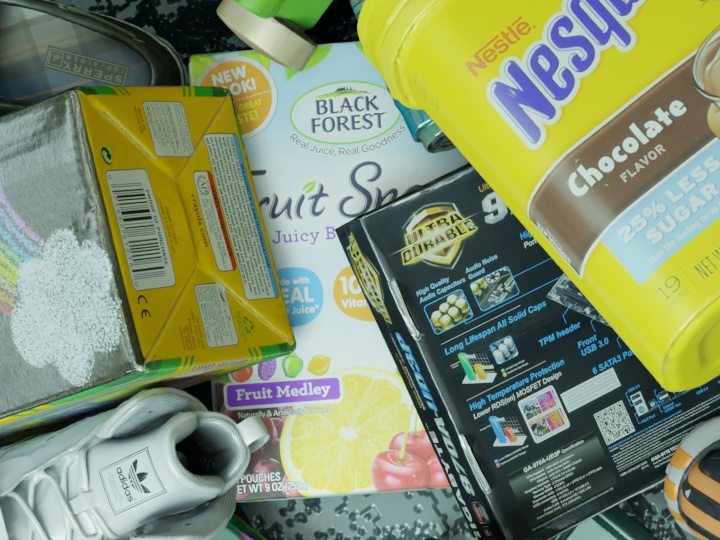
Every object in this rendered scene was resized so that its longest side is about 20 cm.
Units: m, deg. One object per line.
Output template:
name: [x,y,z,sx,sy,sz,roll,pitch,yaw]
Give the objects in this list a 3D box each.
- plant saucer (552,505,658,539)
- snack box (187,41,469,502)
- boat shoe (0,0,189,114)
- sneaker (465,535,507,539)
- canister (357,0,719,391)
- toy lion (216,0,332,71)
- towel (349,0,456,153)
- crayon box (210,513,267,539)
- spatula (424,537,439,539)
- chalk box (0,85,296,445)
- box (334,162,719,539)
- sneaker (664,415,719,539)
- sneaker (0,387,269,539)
plant saucer: [0.065,0.194,1.222,0.070,0.019,0.200,39,92,5]
snack box: [0.000,0.000,1.216,0.141,0.053,0.202,-4,87,2]
boat shoe: [-0.177,-0.105,1.231,0.198,0.057,0.069,10,89,4]
sneaker: [0.111,0.163,1.159,0.111,0.073,0.201,-29,130,-6]
canister: [0.116,-0.068,1.095,0.148,0.087,0.200,-37,66,-6]
toy lion: [-0.092,-0.167,1.134,0.200,0.191,0.069,41,99,29]
towel: [0.055,-0.162,1.202,0.146,0.022,0.201,-22,70,-3]
crayon box: [-0.075,0.221,1.210,0.118,0.058,0.201,35,91,5]
spatula: [0.053,0.217,1.198,0.056,0.020,0.201,-22,76,46]
chalk box: [-0.151,0.007,1.175,0.199,0.124,0.125,-18,84,31]
box: [0.111,0.011,1.175,0.199,0.046,0.160,-26,93,-15]
sneaker: [0.237,0.100,1.140,0.199,0.112,0.078,-12,114,-20]
sneaker: [-0.132,0.098,1.126,0.199,0.115,0.076,-16,84,-40]
